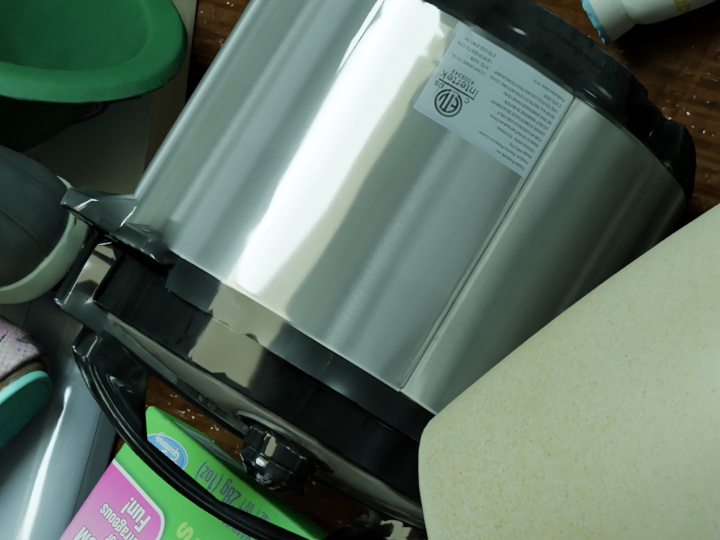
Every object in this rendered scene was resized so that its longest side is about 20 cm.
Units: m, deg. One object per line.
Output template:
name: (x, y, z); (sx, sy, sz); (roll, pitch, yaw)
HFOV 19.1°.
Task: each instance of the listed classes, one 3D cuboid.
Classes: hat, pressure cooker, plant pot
hat: (-0.178, -0.054, 0.935); (0.200, 0.165, 0.177); (-110, 34, -55)
pressure cooker: (0.000, 0.000, 0.751); (0.176, 0.179, 0.200); (27, 84, 35)
plant pot: (0.125, 0.055, 0.626); (0.199, 0.187, 0.188); (-19, 59, 17)

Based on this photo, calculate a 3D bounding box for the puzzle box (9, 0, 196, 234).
puzzle box: (-0.167, -0.073, 0.985); (0.199, 0.025, 0.134); (-8, 65, 29)

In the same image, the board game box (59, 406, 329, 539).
board game box: (-0.080, 0.175, 0.808); (0.153, 0.040, 0.200); (33, 88, 38)

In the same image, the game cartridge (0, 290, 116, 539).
game cartridge: (-0.194, 0.071, 0.932); (0.199, 0.040, 0.134); (3, 74, 33)

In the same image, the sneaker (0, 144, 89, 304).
sneaker: (-0.208, -0.043, 0.852); (0.199, 0.106, 0.075); (0, 57, 37)

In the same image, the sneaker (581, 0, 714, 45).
sneaker: (0.107, -0.187, 0.840); (0.080, 0.077, 0.201); (-17, 66, 15)

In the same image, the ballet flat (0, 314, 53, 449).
ballet flat: (-0.207, 0.093, 0.846); (0.071, 0.069, 0.200); (34, 75, 17)
